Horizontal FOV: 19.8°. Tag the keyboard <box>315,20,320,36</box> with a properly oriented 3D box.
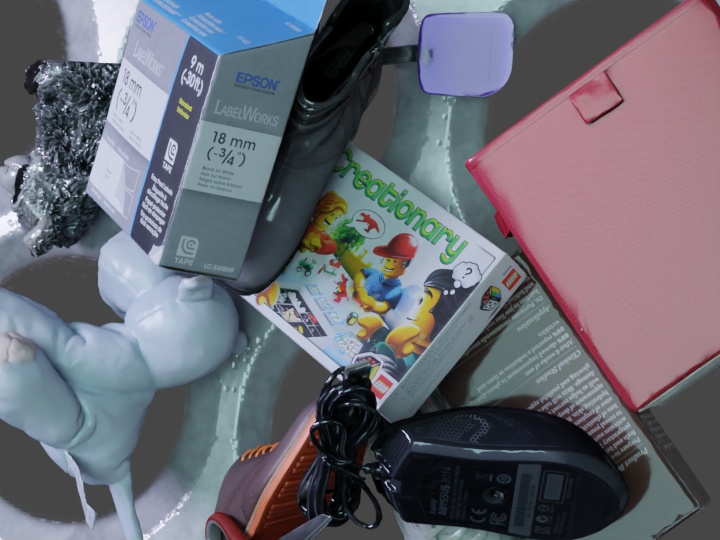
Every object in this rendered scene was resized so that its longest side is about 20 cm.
[{"bbox_3d":[-0.078,-0.158,1.413,0.126,0.021,0.202,15,96,30],"label":"keyboard"}]

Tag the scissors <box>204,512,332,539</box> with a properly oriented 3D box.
[{"bbox_3d":[-0.055,0.186,1.287,0.014,0.200,0.074,-5,86,-28],"label":"scissors"}]

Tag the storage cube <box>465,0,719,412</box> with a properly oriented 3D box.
[{"bbox_3d":[0.195,-0.037,1.256,0.199,0.171,0.180,-35,81,9],"label":"storage cube"}]

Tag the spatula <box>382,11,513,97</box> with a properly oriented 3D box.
[{"bbox_3d":[0.007,-0.145,1.399,0.198,0.021,0.057,1,89,23],"label":"spatula"}]

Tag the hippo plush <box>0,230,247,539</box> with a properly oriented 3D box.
[{"bbox_3d":[-0.167,0.048,1.378,0.161,0.159,0.200,-39,59,1],"label":"hippo plush"}]

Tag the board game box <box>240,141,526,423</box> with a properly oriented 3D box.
[{"bbox_3d":[0.000,0.000,1.336,0.126,0.035,0.200,-50,48,-3],"label":"board game box"}]

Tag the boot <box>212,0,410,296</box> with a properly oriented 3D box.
[{"bbox_3d":[-0.040,-0.089,1.299,0.069,0.132,0.201,25,74,-1],"label":"boot"}]

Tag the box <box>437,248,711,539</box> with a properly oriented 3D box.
[{"bbox_3d":[0.128,0.095,1.331,0.100,0.075,0.201,-36,77,13],"label":"box"}]

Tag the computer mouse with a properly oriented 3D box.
[{"bbox_3d":[0.066,0.112,1.260,0.198,0.053,0.139,9,135,-1],"label":"computer mouse"}]

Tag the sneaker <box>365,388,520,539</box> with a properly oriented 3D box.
[{"bbox_3d":[0.044,0.147,1.341,0.074,0.100,0.201,-28,82,9],"label":"sneaker"}]

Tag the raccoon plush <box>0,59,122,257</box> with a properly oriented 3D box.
[{"bbox_3d":[-0.161,-0.073,1.401,0.199,0.096,0.135,6,96,34],"label":"raccoon plush"}]

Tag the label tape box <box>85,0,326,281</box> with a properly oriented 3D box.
[{"bbox_3d":[-0.097,-0.115,1.281,0.144,0.063,0.201,39,115,57],"label":"label tape box"}]

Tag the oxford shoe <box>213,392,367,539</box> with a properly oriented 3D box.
[{"bbox_3d":[-0.058,0.137,1.356,0.073,0.071,0.201,58,134,31],"label":"oxford shoe"}]
